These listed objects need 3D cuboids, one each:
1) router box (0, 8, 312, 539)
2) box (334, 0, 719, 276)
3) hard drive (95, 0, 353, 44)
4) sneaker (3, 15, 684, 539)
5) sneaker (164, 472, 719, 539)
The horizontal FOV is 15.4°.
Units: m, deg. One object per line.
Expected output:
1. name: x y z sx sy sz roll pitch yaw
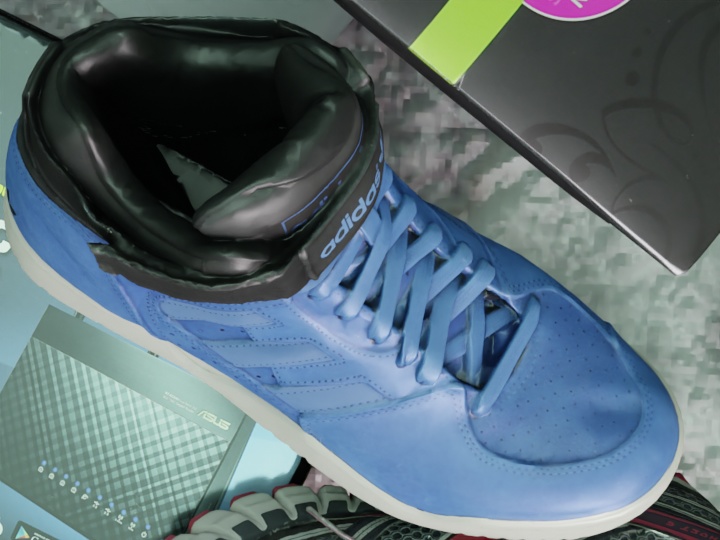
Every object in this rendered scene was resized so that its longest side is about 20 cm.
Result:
1. router box: -0.099 0.009 0.785 0.199 0.062 0.151 26 93 1
2. box: 0.079 -0.132 0.718 0.148 0.124 0.200 37 94 -23
3. hard drive: -0.014 -0.157 0.764 0.132 0.026 0.200 38 94 -28
4. sneaker: -0.001 0.001 0.688 0.199 0.111 0.077 29 70 3
5. sneaker: 0.019 0.098 0.742 0.199 0.075 0.081 -17 116 -17
